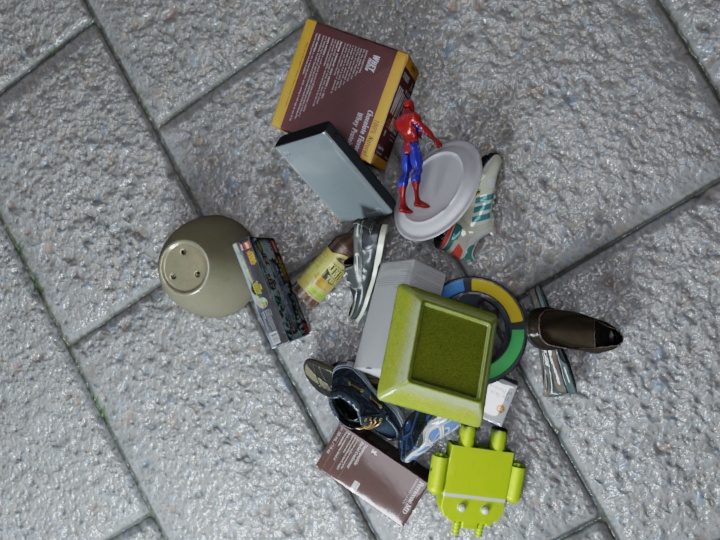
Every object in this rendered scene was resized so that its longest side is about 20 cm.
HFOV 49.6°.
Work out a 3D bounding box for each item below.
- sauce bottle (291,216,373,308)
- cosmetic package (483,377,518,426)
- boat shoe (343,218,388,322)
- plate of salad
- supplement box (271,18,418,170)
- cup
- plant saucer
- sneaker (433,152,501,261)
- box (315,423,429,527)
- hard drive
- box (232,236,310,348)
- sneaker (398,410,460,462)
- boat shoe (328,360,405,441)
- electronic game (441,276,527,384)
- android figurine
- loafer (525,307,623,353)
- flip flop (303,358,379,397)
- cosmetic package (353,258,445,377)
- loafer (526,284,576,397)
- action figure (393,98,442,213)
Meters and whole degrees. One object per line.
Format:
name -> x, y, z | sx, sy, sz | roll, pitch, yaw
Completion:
sauce bottle -> -0.045, -0.020, 1.457 | 0.065, 0.065, 0.200 | 43, 98, 8
cosmetic package -> 0.181, 0.204, 1.419 | 0.197, 0.051, 0.084 | 22, 96, 11
boat shoe -> 0.000, 0.000, 1.423 | 0.066, 0.072, 0.203 | 12, 118, 0
plate of salad -> 0.140, -0.138, 1.380 | 0.199, 0.048, 0.203 | -30, 45, 34
supplement box -> -0.024, -0.313, 1.412 | 0.197, 0.133, 0.200 | 21, 95, 11
cup -> -0.304, -0.006, 1.474 | 0.197, 0.143, 0.204 | 0, 92, 12
plant saucer -> 0.141, 0.138, 1.296 | 0.197, 0.048, 0.203 | 18, 71, -17
sneaker -> 0.215, -0.111, 1.407 | 0.093, 0.070, 0.202 | 29, 92, -13
box -> 0.025, 0.371, 1.446 | 0.198, 0.075, 0.101 | 31, 97, 8
hard drive -> -0.043, -0.170, 1.381 | 0.138, 0.200, 0.033 | -6, 47, 46
box -> -0.163, 0.038, 1.447 | 0.039, 0.137, 0.203 | -22, 87, 11
sneaker -> 0.132, 0.276, 1.379 | 0.076, 0.076, 0.201 | 19, 126, -23
boat shoe -> 0.009, 0.262, 1.400 | 0.070, 0.091, 0.201 | -27, 117, 29
electronic game -> 0.199, 0.107, 1.389 | 0.196, 0.042, 0.203 | -2, 69, 6
android figurine -> 0.206, 0.378, 1.400 | 0.179, 0.041, 0.204 | 11, 91, -12
loafer -> 0.366, 0.099, 1.317 | 0.197, 0.071, 0.074 | 7, 78, -28
flip flop -> -0.011, 0.201, 1.456 | 0.197, 0.058, 0.082 | 8, 133, 9
cosmetic package -> 0.068, 0.089, 1.375 | 0.084, 0.107, 0.203 | 23, 76, -32
loafer -> 0.324, 0.129, 1.379 | 0.062, 0.072, 0.203 | -19, 89, 18
action figure -> 0.106, -0.203, 1.383 | 0.065, 0.098, 0.204 | -13, 77, 44
